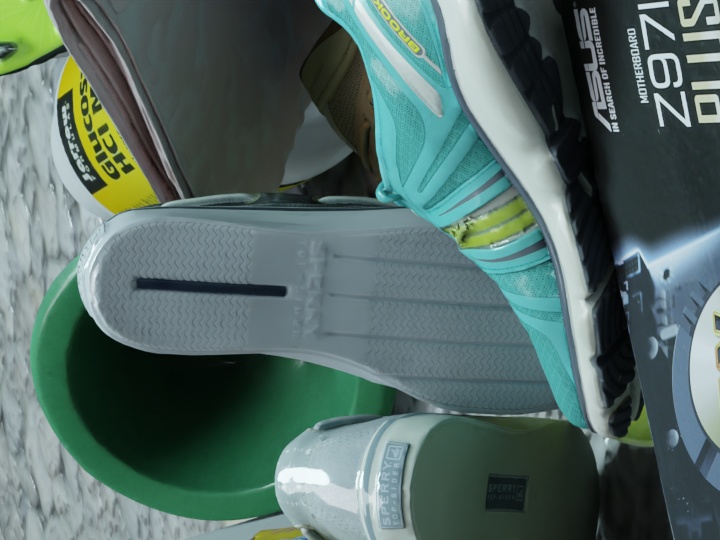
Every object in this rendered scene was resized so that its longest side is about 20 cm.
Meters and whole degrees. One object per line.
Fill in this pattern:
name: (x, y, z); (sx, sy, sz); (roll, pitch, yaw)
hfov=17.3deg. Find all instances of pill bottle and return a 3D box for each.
pill bottle: (-0.074, -0.078, 1.080); (0.200, 0.112, 0.113); (-22, 85, 65)

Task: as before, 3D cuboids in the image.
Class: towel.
towel: (-0.050, -0.124, 0.887); (0.032, 0.201, 0.191); (8, 149, 18)

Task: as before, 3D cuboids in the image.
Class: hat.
hat: (-0.066, 0.010, 1.156); (0.200, 0.176, 0.166); (-37, 110, 26)

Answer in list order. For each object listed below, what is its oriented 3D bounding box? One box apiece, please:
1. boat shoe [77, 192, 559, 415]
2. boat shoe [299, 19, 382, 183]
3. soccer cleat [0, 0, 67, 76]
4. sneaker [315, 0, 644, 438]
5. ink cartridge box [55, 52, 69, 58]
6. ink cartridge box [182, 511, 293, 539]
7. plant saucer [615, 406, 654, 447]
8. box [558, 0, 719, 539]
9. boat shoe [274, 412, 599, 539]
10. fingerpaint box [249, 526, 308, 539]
boat shoe: (0.000, 0.000, 0.847); (0.071, 0.199, 0.072); (-100, 21, -70)
boat shoe: (0.033, -0.087, 0.843); (0.065, 0.071, 0.200); (62, 162, 9)
soccer cleat: (-0.104, -0.152, 1.018); (0.068, 0.200, 0.081); (48, 180, 1)
sneaker: (0.048, -0.034, 0.777); (0.079, 0.078, 0.201); (-8, 119, 35)
ink cartridge box: (-0.148, -0.158, 1.145); (0.200, 0.144, 0.084); (-20, 86, 65)
ink cartridge box: (-0.024, 0.218, 1.077); (0.147, 0.144, 0.201); (-117, 10, -88)
plant saucer: (0.091, -0.036, 0.864); (0.200, 0.031, 0.201); (44, 143, 46)
box: (0.151, -0.008, 0.692); (0.164, 0.086, 0.201); (7, 112, 64)
boat shoe: (0.032, 0.083, 0.892); (0.071, 0.201, 0.070); (5, 82, 27)
fingerpaint box: (-0.019, 0.193, 0.898); (0.200, 0.073, 0.168); (-14, -82, -79)
